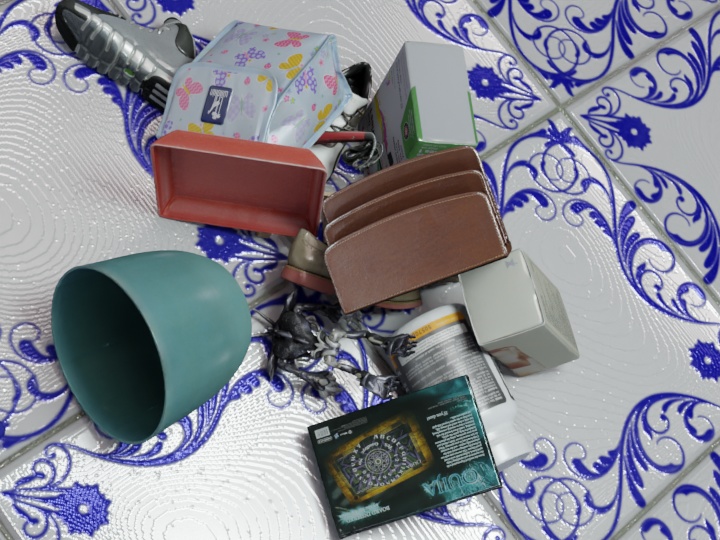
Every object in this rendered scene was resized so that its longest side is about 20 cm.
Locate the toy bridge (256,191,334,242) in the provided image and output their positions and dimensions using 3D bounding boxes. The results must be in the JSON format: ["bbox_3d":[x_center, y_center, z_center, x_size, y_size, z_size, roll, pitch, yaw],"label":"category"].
[{"bbox_3d":[-0.037,-0.066,1.726,0.199,0.027,0.068,6,63,-21],"label":"toy bridge"}]

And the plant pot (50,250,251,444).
[{"bbox_3d":[-0.218,0.069,1.492,0.160,0.201,0.201,-22,75,-43],"label":"plant pot"}]

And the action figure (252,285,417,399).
[{"bbox_3d":[-0.036,0.094,1.604,0.199,0.102,0.120,16,84,30],"label":"action figure"}]

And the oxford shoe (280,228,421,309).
[{"bbox_3d":[0.000,0.000,1.656,0.199,0.070,0.075,15,92,-35],"label":"oxford shoe"}]

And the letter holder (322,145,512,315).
[{"bbox_3d":[0.056,-0.053,1.548,0.199,0.101,0.143,-20,92,11],"label":"letter holder"}]

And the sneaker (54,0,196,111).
[{"bbox_3d":[-0.286,-0.297,1.718,0.200,0.075,0.116,38,52,-14],"label":"sneaker"}]

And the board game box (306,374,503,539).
[{"bbox_3d":[0.050,0.215,1.556,0.199,0.028,0.136,-18,76,7],"label":"board game box"}]

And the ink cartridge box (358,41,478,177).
[{"bbox_3d":[0.069,-0.175,1.723,0.083,0.200,0.146,2,64,-18],"label":"ink cartridge box"}]

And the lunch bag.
[{"bbox_3d":[-0.134,-0.210,1.662,0.169,0.128,0.200,15,53,33],"label":"lunch bag"}]

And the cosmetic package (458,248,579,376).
[{"bbox_3d":[0.197,0.056,1.659,0.087,0.200,0.104,-20,68,15],"label":"cosmetic package"}]

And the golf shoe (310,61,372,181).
[{"bbox_3d":[-0.041,-0.194,1.749,0.077,0.095,0.201,28,59,-9],"label":"golf shoe"}]

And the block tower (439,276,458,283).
[{"bbox_3d":[0.091,-0.016,1.696,0.199,0.054,0.058,-3,66,-51],"label":"block tower"}]

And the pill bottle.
[{"bbox_3d":[0.120,0.151,1.631,0.116,0.116,0.201,-17,72,-29],"label":"pill bottle"}]

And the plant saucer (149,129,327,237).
[{"bbox_3d":[-0.140,-0.103,1.574,0.198,0.200,0.037,8,69,-2],"label":"plant saucer"}]

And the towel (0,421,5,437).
[{"bbox_3d":[-0.490,0.190,1.402,0.147,0.050,0.200,38,57,7],"label":"towel"}]

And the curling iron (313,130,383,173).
[{"bbox_3d":[-0.069,-0.159,1.702,0.198,0.026,0.050,8,77,16],"label":"curling iron"}]
